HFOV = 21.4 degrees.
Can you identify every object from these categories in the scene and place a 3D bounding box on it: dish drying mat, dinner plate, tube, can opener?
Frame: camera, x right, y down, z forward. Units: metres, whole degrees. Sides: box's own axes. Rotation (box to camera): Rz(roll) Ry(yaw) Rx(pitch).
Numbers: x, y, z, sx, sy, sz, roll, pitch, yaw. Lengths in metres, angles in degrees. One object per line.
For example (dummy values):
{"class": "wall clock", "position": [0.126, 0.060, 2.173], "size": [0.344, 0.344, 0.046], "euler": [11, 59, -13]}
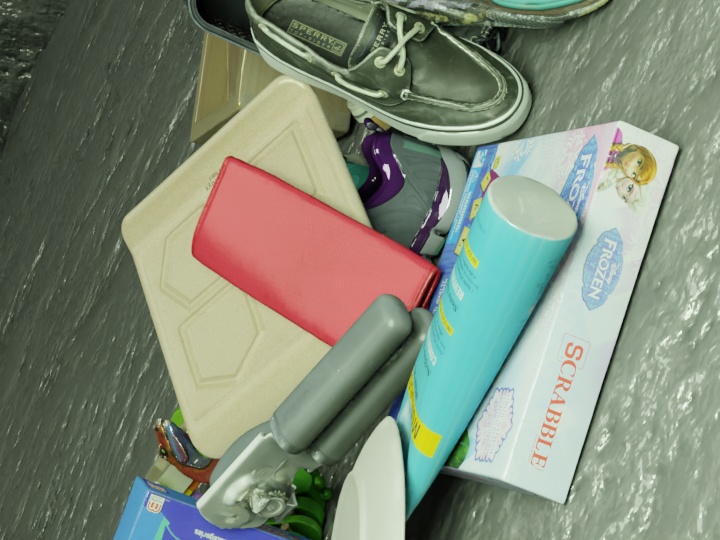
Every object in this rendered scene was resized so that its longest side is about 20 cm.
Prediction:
{"class": "dish drying mat", "position": [-0.032, -0.005, 1.212], "size": [0.199, 0.018, 0.077], "euler": [30, 97, 39]}
{"class": "dinner plate", "position": [-0.001, 0.184, 1.091], "size": [0.200, 0.024, 0.203], "euler": [-174, 90, -82]}
{"class": "tube", "position": [0.056, 0.042, 1.024], "size": [0.078, 0.050, 0.201], "euler": [-84, 14, -54]}
{"class": "can opener", "position": [-0.032, 0.082, 1.150], "size": [0.200, 0.053, 0.067], "euler": [-49, 40, 24]}

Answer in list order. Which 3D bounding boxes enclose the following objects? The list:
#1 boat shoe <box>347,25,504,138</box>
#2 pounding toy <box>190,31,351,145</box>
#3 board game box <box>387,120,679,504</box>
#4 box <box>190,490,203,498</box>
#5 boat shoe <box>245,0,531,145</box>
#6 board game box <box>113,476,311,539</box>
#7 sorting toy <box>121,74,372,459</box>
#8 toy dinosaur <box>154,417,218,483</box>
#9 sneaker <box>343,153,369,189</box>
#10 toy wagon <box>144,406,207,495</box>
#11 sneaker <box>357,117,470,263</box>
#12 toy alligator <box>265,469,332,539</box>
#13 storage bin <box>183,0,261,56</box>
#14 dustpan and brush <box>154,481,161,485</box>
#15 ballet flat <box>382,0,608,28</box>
{"class": "boat shoe", "position": [0.073, -0.173, 1.332], "size": [0.201, 0.062, 0.075], "euler": [-52, 17, 3]}
{"class": "pounding toy", "position": [-0.046, -0.211, 1.653], "size": [0.184, 0.141, 0.202], "euler": [162, 117, -69]}
{"class": "board game box", "position": [0.089, 0.022, 1.080], "size": [0.199, 0.041, 0.202], "euler": [-4, 66, 71]}
{"class": "box", "position": [-0.172, 0.281, 1.560], "size": [0.200, 0.039, 0.138], "euler": [-44, 28, 52]}
{"class": "boat shoe", "position": [0.015, -0.138, 1.238], "size": [0.064, 0.198, 0.071], "euler": [65, -134, -70]}
{"class": "board game box", "position": [-0.108, 0.253, 1.217], "size": [0.202, 0.151, 0.045], "euler": [-69, 18, 0]}
{"class": "sorting toy", "position": [-0.067, -0.002, 1.273], "size": [0.185, 0.036, 0.201], "euler": [-40, 56, 23]}
{"class": "toy dinosaur", "position": [-0.099, 0.100, 1.364], "size": [0.201, 0.104, 0.183], "euler": [-84, 15, -61]}
{"class": "sneaker", "position": [-0.027, -0.058, 1.460], "size": [0.078, 0.079, 0.200], "euler": [-67, 18, 4]}
{"class": "toy wagon", "position": [-0.117, 0.117, 1.535], "size": [0.200, 0.039, 0.155], "euler": [-50, 8, 21]}
{"class": "sneaker", "position": [0.000, 0.000, 1.296], "size": [0.202, 0.087, 0.074], "euler": [-69, 17, -2]}
{"class": "toy alligator", "position": [-0.045, 0.164, 1.307], "size": [0.054, 0.060, 0.201], "euler": [-2, 45, 30]}
{"class": "storage bin", "position": [-0.027, -0.223, 1.450], "size": [0.136, 0.198, 0.094], "euler": [-64, 19, 13]}
{"class": "dustpan and brush", "position": [-0.124, 0.235, 1.286], "size": [0.140, 0.057, 0.202], "euler": [-69, -12, -65]}
{"class": "ballet flat", "position": [0.091, -0.188, 1.242], "size": [0.199, 0.072, 0.073], "euler": [8, 73, 34]}
